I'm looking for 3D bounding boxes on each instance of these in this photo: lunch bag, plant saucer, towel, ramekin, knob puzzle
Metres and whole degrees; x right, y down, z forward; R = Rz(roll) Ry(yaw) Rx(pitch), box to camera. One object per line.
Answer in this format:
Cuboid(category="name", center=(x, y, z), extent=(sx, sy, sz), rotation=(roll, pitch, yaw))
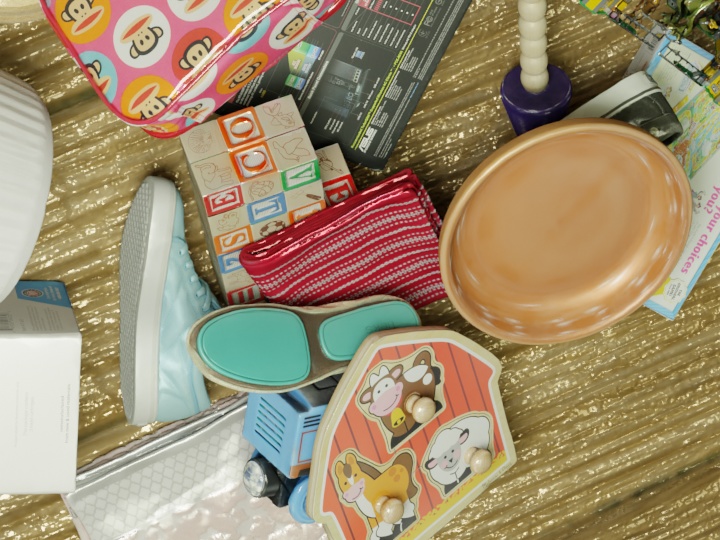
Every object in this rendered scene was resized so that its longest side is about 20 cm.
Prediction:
Cuboid(category="lunch bag", center=(-0.122, -0.209, 1.596), extent=(0.200, 0.082, 0.177), rotation=(-38, 75, 9))
Cuboid(category="plant saucer", center=(0.151, -0.033, 1.739), extent=(0.199, 0.038, 0.201), rotation=(-9, 127, -12))
Cuboid(category="towel", center=(0.000, 0.000, 1.736), extent=(0.144, 0.023, 0.200), rotation=(-25, 153, 5))
Cuboid(category="ramekin", center=(-0.291, -0.059, 1.632), extent=(0.094, 0.202, 0.203), rotation=(13, 104, -29))
Cuboid(category="knob puzzle", center=(0.040, 0.129, 1.750), extent=(0.219, 0.030, 0.221), rotation=(-20, 122, -34))
Cuboid(category="towel", center=(-0.117, 0.206, 1.844), extent=(0.199, 0.032, 0.192), rotation=(-26, 112, -4))

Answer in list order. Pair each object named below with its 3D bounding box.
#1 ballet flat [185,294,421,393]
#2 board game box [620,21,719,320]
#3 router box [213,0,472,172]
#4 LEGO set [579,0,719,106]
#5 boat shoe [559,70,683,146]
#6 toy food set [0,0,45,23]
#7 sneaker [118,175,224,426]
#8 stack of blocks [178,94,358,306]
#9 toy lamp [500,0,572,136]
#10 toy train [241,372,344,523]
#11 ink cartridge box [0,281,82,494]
Cuboid(category="ballet flat", center=(-0.047, 0.058, 1.721), extent=(0.199, 0.062, 0.068), rotation=(-3, 80, -30))
Cuboid(category="board game box", center=(0.241, -0.077, 1.838), extent=(0.134, 0.034, 0.201), rotation=(27, 100, -20))
Cuboid(category="router box", center=(-0.013, -0.186, 1.699), extent=(0.149, 0.062, 0.201), rotation=(18, 118, -19))
Cuboid(category="LEGO set", center=(0.256, -0.229, 1.727), extent=(0.200, 0.154, 0.116), rotation=(38, 123, -11))
Cuboid(category="boat shoe", center=(0.155, -0.071, 1.775), extent=(0.200, 0.071, 0.064), rotation=(-36, 73, 15))
Cuboid(category="toy food set", center=(-0.256, -0.271, 1.645), extent=(0.199, 0.049, 0.199), rotation=(21, 102, -20))
Cuboid(category="sneaker", center=(-0.138, 0.021, 1.762), extent=(0.081, 0.074, 0.201), rotation=(-4, 117, -20))
Cuboid(category="stack of blocks", center=(-0.059, -0.045, 1.699), extent=(0.114, 0.059, 0.200), rotation=(-20, 152, -6))
Cuboid(category="toy lamp", center=(0.130, -0.174, 1.729), extent=(0.058, 0.058, 0.201), rotation=(-16, 141, -8))
Cuboid(category="toy train", center=(-0.001, 0.122, 1.788), extent=(0.199, 0.087, 0.115), rotation=(-9, 124, -35))
Cuboid(category="ink cartridge box", center=(-0.312, 0.085, 1.704), extent=(0.199, 0.129, 0.126), rotation=(0, 108, -13))
